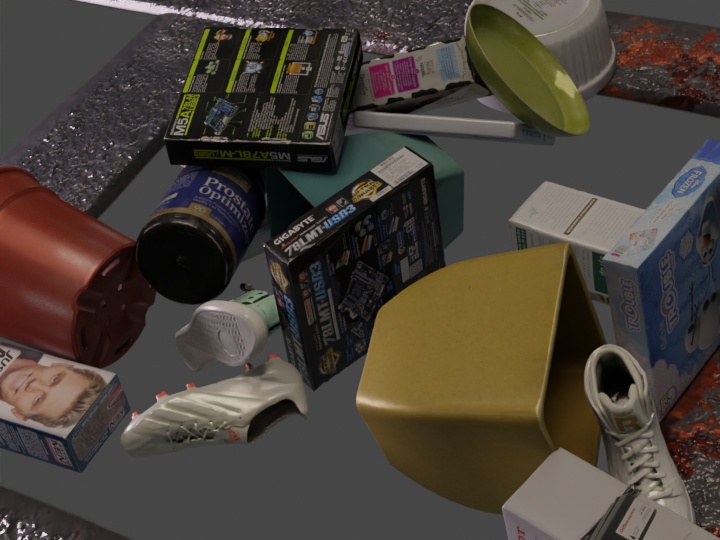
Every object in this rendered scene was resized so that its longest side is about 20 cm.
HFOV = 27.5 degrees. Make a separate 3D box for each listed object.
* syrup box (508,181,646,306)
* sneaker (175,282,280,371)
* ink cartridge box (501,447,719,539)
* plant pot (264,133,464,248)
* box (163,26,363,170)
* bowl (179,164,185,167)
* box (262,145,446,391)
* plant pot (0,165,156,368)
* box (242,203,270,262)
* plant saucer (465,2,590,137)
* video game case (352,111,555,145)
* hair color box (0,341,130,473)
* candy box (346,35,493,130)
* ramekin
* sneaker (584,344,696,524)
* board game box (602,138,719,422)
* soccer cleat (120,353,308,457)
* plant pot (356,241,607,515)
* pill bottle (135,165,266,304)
[{"bbox_3d":[0.267,-0.020,1.585,0.199,0.079,0.081,21,51,33],"label":"syrup box"},{"bbox_3d":[-0.117,0.047,1.561,0.118,0.074,0.200,-31,5,-25],"label":"sneaker"},{"bbox_3d":[0.224,0.260,1.228,0.084,0.145,0.199,-39,46,-26],"label":"ink cartridge box"},{"bbox_3d":[0.013,-0.069,1.674,0.199,0.142,0.141,-19,40,-22],"label":"plant pot"},{"bbox_3d":[-0.106,-0.198,1.669,0.192,0.048,0.201,1,48,12],"label":"box"},{"bbox_3d":[-0.116,-0.151,1.803,0.200,0.094,0.201,-35,0,0],"label":"bowl"},{"bbox_3d":[0.000,0.000,1.543,0.198,0.201,0.050,-34,49,-22],"label":"box"},{"bbox_3d":[-0.347,0.009,1.651,0.194,0.202,0.201,22,51,24],"label":"plant pot"},{"bbox_3d":[-0.066,-0.072,1.766,0.199,0.042,0.039,-25,42,-11],"label":"box"},{"bbox_3d":[0.189,-0.228,1.723,0.031,0.199,0.201,-42,31,27],"label":"plant saucer"},{"bbox_3d":[0.115,-0.169,1.759,0.199,0.022,0.182,6,5,22],"label":"video game case"},{"bbox_3d":[-0.360,0.142,1.590,0.199,0.061,0.100,12,47,26],"label":"hair color box"},{"bbox_3d":[0.054,-0.226,1.801,0.199,0.061,0.136,-13,-3,16],"label":"candy box"},{"bbox_3d":[0.226,-0.302,1.897,0.199,0.106,0.201,-8,40,7],"label":"ramekin"},{"bbox_3d":[0.245,0.165,1.328,0.073,0.116,0.201,-21,54,11],"label":"sneaker"},{"bbox_3d":[0.317,0.010,1.443,0.043,0.201,0.199,19,50,37],"label":"board game box"},{"bbox_3d":[-0.150,0.153,1.516,0.199,0.069,0.078,-22,58,-6],"label":"soccer cleat"},{"bbox_3d":[0.111,0.110,1.388,0.199,0.196,0.195,-2,52,24],"label":"plant pot"},{"bbox_3d":[-0.171,-0.059,1.655,0.111,0.113,0.200,0,33,15],"label":"pill bottle"}]
